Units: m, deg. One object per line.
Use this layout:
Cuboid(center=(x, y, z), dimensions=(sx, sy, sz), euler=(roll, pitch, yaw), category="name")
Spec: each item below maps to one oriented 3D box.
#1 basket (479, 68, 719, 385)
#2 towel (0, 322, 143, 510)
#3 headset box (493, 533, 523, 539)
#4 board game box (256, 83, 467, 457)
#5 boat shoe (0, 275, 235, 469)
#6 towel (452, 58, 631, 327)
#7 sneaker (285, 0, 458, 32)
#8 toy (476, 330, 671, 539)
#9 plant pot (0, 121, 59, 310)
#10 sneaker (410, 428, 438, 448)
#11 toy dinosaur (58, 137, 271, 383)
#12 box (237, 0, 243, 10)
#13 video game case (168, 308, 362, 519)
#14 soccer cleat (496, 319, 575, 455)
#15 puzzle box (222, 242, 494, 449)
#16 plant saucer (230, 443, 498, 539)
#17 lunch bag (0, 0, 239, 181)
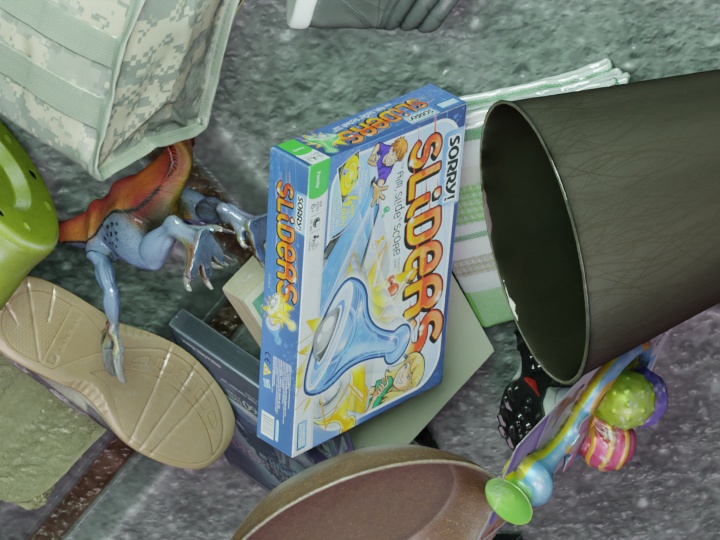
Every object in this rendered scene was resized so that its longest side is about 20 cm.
Cuboid(center=(0.190, -0.044, 1.581), dimensions=(0.199, 0.136, 0.181), euler=(-18, 119, -17), category="basket")
Cuboid(center=(-0.240, 0.085, 1.796), dimensions=(0.148, 0.037, 0.200), euler=(21, 132, -23), category="towel")
Cuboid(center=(0.044, 0.287, 2.001), dimensions=(0.148, 0.075, 0.200), euler=(1, 137, -5), category="headset box")
Cuboid(center=(0.000, 0.000, 1.602), dimensions=(0.135, 0.034, 0.201), euler=(-25, 131, -39), category="board game box")
Cuboid(center=(-0.166, 0.060, 1.709), dimensions=(0.200, 0.065, 0.072), euler=(32, 88, -30), category="boat shoe")
Cuboid(center=(0.117, -0.046, 1.690), dimensions=(0.149, 0.031, 0.200), euler=(-11, 139, 12), category="towel")
Cuboid(center=(0.025, -0.207, 1.481), dimensions=(0.099, 0.071, 0.200), euler=(5, 142, -12), category="sneaker")
Cuboid(center=(0.157, 0.099, 1.707), dimensions=(0.047, 0.200, 0.115), euler=(39, 143, 19), category="toy")
Cuboid(center=(-0.291, -0.010, 1.595), dimensions=(0.193, 0.201, 0.200), euler=(-35, 129, 15), category="plant pot")
Cuboid(center=(-0.020, 0.109, 1.817), dimensions=(0.088, 0.077, 0.200), euler=(-10, 134, 24), category="sneaker")
Cuboid(center=(-0.129, -0.037, 1.606), dimensions=(0.181, 0.105, 0.201), euler=(18, 132, 41), category="toy dinosaur")
Cuboid(center=(-0.107, -0.159, 1.516), dimensions=(0.075, 0.050, 0.200), euler=(34, 131, 1), category="box")
Cuboid(center=(-0.051, 0.115, 1.759), dimensions=(0.143, 0.019, 0.200), euler=(33, 159, 26), category="video game case")
Cuboid(center=(0.143, 0.057, 1.763), dimensions=(0.073, 0.068, 0.200), euler=(-27, 152, -24), category="soccer cleat")
Cuboid(center=(0.003, 0.032, 1.702), dimensions=(0.133, 0.025, 0.200), euler=(-45, 134, -16), category="puzzle box")
Cuboid(center=(-0.004, 0.167, 1.708), dimensions=(0.200, 0.037, 0.201), euler=(-17, 147, -11), category="plant saucer")
Cuboid(center=(-0.148, -0.178, 1.418), dimensions=(0.164, 0.117, 0.200), euler=(33, 126, 22), category="lunch bag")
